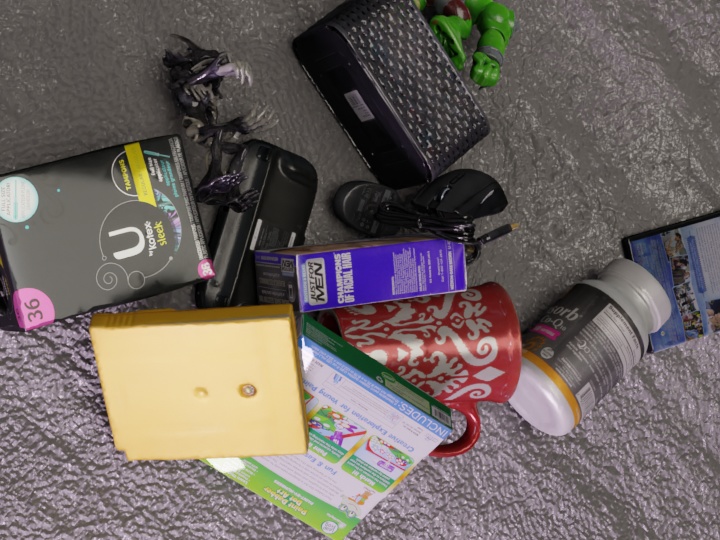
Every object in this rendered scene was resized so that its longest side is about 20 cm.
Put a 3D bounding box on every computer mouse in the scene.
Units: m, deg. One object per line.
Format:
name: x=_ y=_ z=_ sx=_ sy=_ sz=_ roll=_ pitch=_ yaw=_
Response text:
computer mouse: x=0.051 y=-0.050 z=1.740 sx=0.199 sy=0.034 sz=0.059 roll=24 pitch=89 yaw=-28
computer mouse: x=0.120 y=-0.074 z=1.678 sx=0.199 sy=0.139 sz=0.047 roll=-16 pitch=117 yaw=-50

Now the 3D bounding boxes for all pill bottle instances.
pill bottle: x=0.257 y=0.084 z=1.777 sx=0.200 sy=0.116 sz=0.117 roll=-42 pitch=104 yaw=-20

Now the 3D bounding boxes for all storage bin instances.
storage bin: x=0.032 y=-0.197 z=1.674 sx=0.094 sy=0.135 sz=0.201 roll=-40 pitch=103 yaw=-20

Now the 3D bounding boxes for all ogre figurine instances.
ogre figurine: x=0.097 y=-0.289 z=1.717 sx=0.120 sy=0.199 sz=0.099 roll=-36 pitch=143 yaw=-40

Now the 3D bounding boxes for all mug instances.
mug: x=0.062 y=0.104 z=1.676 sx=0.198 sy=0.134 sz=0.179 roll=-3 pitch=68 yaw=-20

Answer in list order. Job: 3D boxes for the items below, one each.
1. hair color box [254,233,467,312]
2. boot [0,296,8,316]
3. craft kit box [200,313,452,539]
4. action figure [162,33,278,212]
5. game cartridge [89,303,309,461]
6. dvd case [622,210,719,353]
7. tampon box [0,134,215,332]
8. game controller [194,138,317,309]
hair color box: x=0.000 y=0.000 z=1.637 sx=0.198 sy=0.109 sz=0.066 roll=-9 pitch=97 yaw=-27
boot: x=-0.411 y=0.066 z=1.479 sx=0.162 sy=0.073 sz=0.199 roll=-32 pitch=95 yaw=-2
craft kit box: x=-0.040 y=0.168 z=1.616 sx=0.199 sy=0.049 sz=0.198 roll=34 pitch=114 yaw=-19
action figure: x=-0.141 y=-0.163 z=1.589 sx=0.101 sy=0.119 sz=0.202 roll=-18 pitch=66 yaw=14
game cartridge: x=-0.156 y=0.112 z=1.538 sx=0.197 sy=0.033 sz=0.178 roll=-2 pitch=125 yaw=5
dvd case: x=0.418 y=0.007 z=1.904 sx=0.198 sy=0.018 sz=0.144 roll=-15 pitch=94 yaw=-23
tampon box: x=-0.269 y=-0.037 z=1.539 sx=0.198 sy=0.126 sz=0.152 roll=-17 pitch=95 yaw=-24
game controller: x=-0.109 y=-0.035 z=1.665 sx=0.104 sy=0.042 sz=0.202 roll=23 pitch=79 yaw=-36
